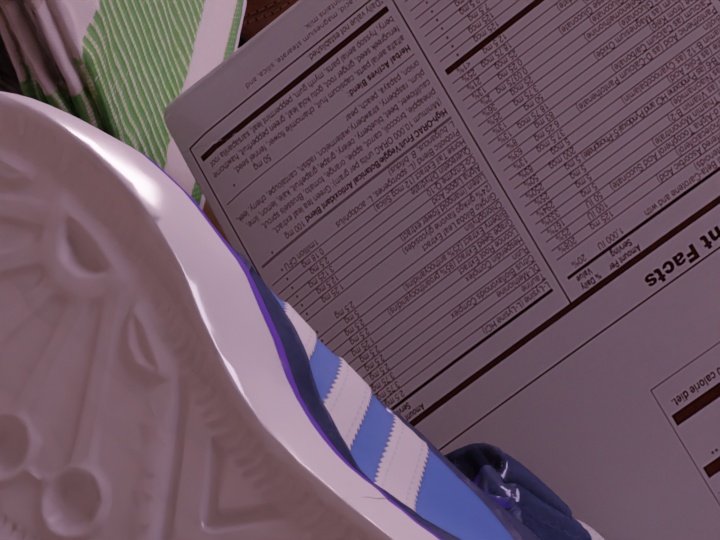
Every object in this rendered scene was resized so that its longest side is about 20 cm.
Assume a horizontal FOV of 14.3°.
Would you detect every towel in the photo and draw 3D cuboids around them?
[{"bbox_3d":[-0.079,-0.112,0.740,0.153,0.023,0.201,-80,152,-49],"label":"towel"}]

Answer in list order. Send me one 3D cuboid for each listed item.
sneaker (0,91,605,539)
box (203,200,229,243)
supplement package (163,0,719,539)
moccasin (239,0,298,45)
[{"bbox_3d":[-0.013,0.053,0.605,0.200,0.081,0.146,45,7,28],"label":"sneaker"},{"bbox_3d":[0.000,0.000,0.869,0.200,0.021,0.163,48,17,22],"label":"box"},{"bbox_3d":[0.090,0.010,0.743,0.201,0.147,0.191,60,22,18],"label":"supplement package"},{"bbox_3d":[-0.061,-0.164,1.075,0.074,0.078,0.202,20,25,-52],"label":"moccasin"}]
